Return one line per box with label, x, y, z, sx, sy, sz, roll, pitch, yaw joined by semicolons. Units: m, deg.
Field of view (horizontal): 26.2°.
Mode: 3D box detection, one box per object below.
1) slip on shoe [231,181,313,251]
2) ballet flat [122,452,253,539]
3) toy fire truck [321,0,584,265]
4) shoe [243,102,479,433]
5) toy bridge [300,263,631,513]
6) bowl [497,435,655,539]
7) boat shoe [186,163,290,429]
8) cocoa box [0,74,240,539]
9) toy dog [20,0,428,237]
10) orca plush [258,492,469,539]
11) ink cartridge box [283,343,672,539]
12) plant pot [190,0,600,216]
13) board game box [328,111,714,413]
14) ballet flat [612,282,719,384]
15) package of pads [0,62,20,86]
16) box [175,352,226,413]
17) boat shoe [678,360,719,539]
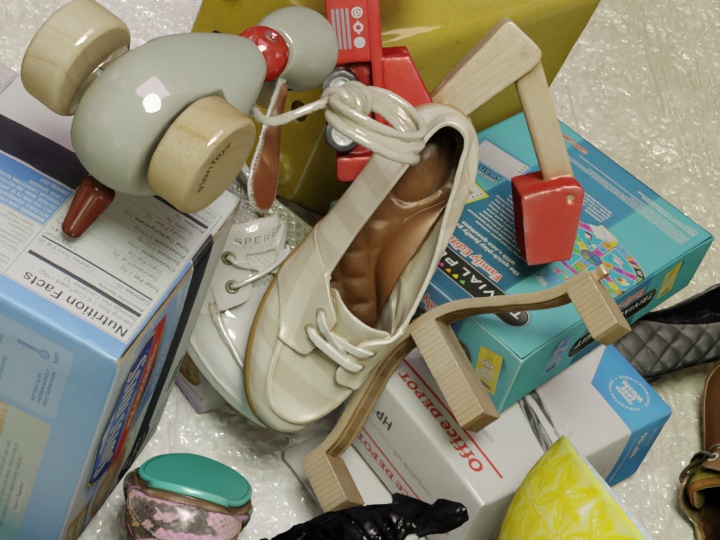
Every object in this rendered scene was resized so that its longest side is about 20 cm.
slip on shoe;-0.061;-0.001;0.949;0.074;0.061;0.200;-40;82;-22
ballet flat;-0.091;0.132;0.764;0.069;0.200;0.071;17;87;-4
toy fire truck;0.049;-0.102;0.855;0.141;0.200;0.049;-4;17;0
shoe;0.000;0.000;0.816;0.070;0.200;0.053;29;5;-15
toy bridge;0.050;0.054;0.833;0.027;0.200;0.067;25;34;-60
bowl;0.127;0.193;0.786;0.108;0.200;0.200;-40;63;3
boat shoe;-0.072;-0.008;0.870;0.071;0.069;0.200;-17;74;-38
cocoa box;-0.165;0.035;0.767;0.133;0.200;0.131;29;44;2
toy dog;-0.077;-0.066;0.716;0.200;0.096;0.132;-2;45;-50
orca plush;-0.031;0.161;0.764;0.200;0.071;0.105;-27;47;-20
ink cartridge box;0.069;0.094;0.904;0.200;0.068;0.116;-20;57;-35
plant pot;-0.005;-0.143;0.994;0.194;0.196;0.200;42;39;19
board game box;0.097;-0.015;0.942;0.151;0.047;0.200;41;46;24
ballet flat;0.219;0.031;1.022;0.200;0.057;0.066;-16;15;-37
package of pads;-0.248;-0.077;0.901;0.200;0.121;0.076;31;44;8
box;-0.131;-0.002;0.935;0.039;0.041;0.200;-19;58;-36
boat shoe;0.231;0.128;0.935;0.068;0.072;0.200;10;44;-14
